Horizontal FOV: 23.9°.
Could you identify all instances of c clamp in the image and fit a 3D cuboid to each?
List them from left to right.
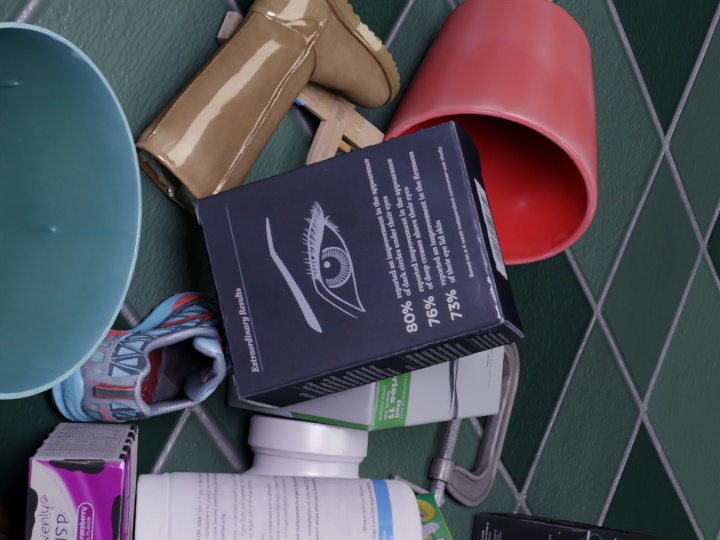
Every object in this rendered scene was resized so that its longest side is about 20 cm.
[{"bbox_3d":[0.104,0.140,1.628,0.171,0.027,0.202,44,58,-49],"label":"c clamp"}]

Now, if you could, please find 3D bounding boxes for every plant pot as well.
[{"bbox_3d":[-0.247,-0.035,0.959,0.200,0.159,0.203,-7,98,-56],"label":"plant pot"},{"bbox_3d":[0.121,-0.135,1.497,0.201,0.198,0.179,57,37,-42],"label":"plant pot"}]

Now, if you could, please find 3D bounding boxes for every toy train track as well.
[{"bbox_3d":[-0.052,-0.146,1.365,0.200,0.032,0.116,36,71,-46],"label":"toy train track"}]

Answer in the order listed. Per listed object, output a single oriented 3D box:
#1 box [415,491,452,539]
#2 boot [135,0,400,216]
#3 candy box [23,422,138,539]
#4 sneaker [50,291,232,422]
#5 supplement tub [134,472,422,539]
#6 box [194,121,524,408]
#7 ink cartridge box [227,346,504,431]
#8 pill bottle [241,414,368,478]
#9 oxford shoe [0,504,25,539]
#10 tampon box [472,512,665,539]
[{"bbox_3d":[0.065,0.279,1.471,0.200,0.048,0.119,-119,-163,-67],"label":"box"},{"bbox_3d":[-0.069,-0.118,1.287,0.201,0.066,0.175,-58,134,-18],"label":"boot"},{"bbox_3d":[-0.177,0.175,1.081,0.200,0.060,0.138,-177,-89,-85],"label":"candy box"},{"bbox_3d":[-0.125,0.070,1.213,0.199,0.095,0.080,-23,114,-53],"label":"sneaker"},{"bbox_3d":[-0.062,0.210,1.200,0.132,0.197,0.134,-176,-90,-83],"label":"supplement tub"},{"bbox_3d":[0.000,0.000,1.205,0.104,0.198,0.150,32,44,-74],"label":"box"},{"bbox_3d":[0.009,0.074,1.371,0.199,0.145,0.084,1,95,-55],"label":"ink cartridge box"},{"bbox_3d":[-0.049,0.217,1.324,0.115,0.115,0.203,9,86,-56],"label":"pill bottle"},{"bbox_3d":[-0.258,0.118,1.041,0.200,0.072,0.085,52,48,-46],"label":"oxford shoe"},{"bbox_3d":[0.205,0.329,1.710,0.199,0.125,0.152,19,78,-56],"label":"tampon box"}]
